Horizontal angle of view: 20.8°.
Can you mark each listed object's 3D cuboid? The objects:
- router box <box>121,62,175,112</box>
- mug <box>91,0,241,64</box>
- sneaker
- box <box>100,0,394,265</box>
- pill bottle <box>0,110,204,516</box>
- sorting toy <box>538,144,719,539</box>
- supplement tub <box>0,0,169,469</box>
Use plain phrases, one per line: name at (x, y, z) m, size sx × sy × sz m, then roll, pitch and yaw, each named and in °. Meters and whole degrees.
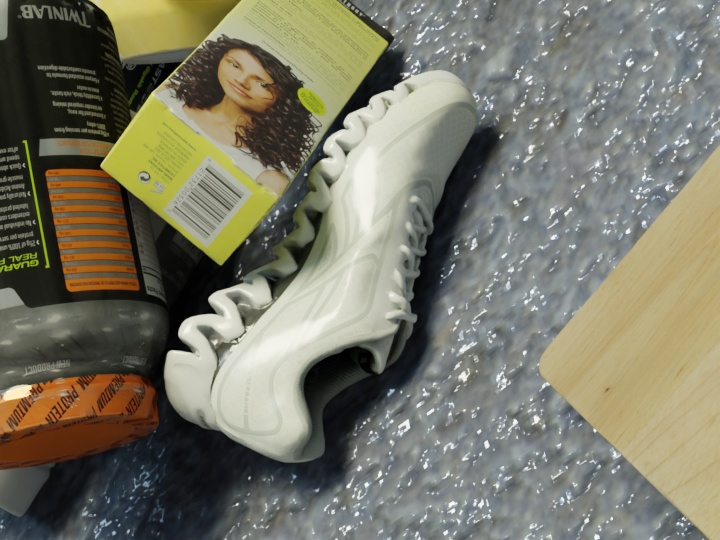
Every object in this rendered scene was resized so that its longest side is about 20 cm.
router box at (-0.190, -0.172, 1.198) m, size 0.199 × 0.062 × 0.151 m, roll 13°, pitch 68°, yaw 33°
mug at (-0.109, -0.192, 1.051) m, size 0.149 × 0.186 × 0.154 m, roll -4°, pitch 94°, yaw 34°
sneaker at (0.000, 0.000, 0.887) m, size 0.081 × 0.075 × 0.200 m, roll 29°, pitch 77°, yaw 31°
box at (-0.048, -0.082, 0.925) m, size 0.050 × 0.075 × 0.200 m, roll -48°, pitch 7°, yaw 30°
pill bottle at (-0.160, 0.016, 1.003) m, size 0.113 × 0.113 × 0.201 m, roll 18°, pitch 73°, yaw 53°
sorting toy at (0.187, 0.017, 0.649) m, size 0.200 × 0.070 × 0.199 m, roll -50°, pitch 35°, yaw 4°
supplement tub at (-0.156, -0.018, 0.890) m, size 0.122 × 0.122 × 0.201 m, roll -22°, pitch 73°, yaw 35°
